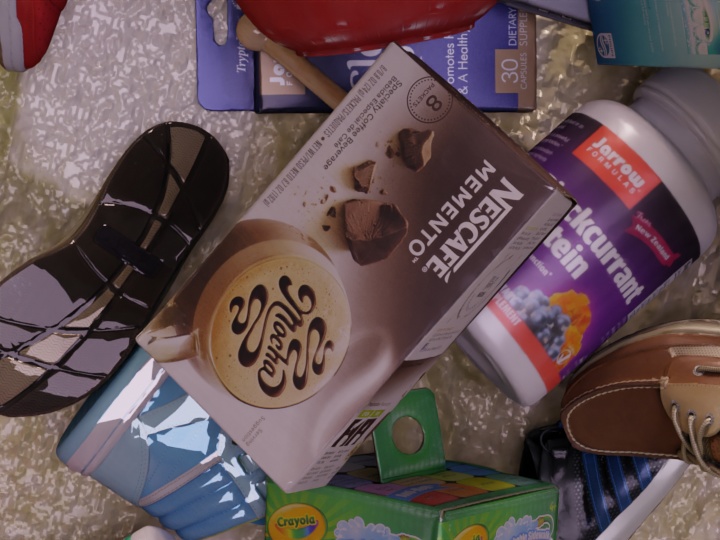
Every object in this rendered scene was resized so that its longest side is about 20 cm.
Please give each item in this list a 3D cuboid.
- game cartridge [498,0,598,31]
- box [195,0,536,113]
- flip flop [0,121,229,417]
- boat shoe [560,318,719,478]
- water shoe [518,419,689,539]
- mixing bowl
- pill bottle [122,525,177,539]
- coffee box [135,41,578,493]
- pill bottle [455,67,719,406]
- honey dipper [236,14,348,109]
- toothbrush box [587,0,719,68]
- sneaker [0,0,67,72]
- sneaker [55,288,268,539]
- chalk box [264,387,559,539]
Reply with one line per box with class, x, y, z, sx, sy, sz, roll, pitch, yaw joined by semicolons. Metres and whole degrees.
game cartridge;0.154;-0.204;0.943;0.199;0.040;0.134;13;95;-24
box;0.004;-0.152;0.942;0.199;0.032;0.122;-2;95;-9
flip flop;-0.148;0.001;0.918;0.081;0.058;0.200;37;72;-6
boat shoe;0.199;0.072;0.868;0.199;0.074;0.076;-13;121;30
water shoe;0.139;0.114;0.965;0.079;0.071;0.200;36;87;-8
mixing bowl;0.006;-0.172;0.834;0.199;0.200;0.109;-12;103;-9
pill bottle;-0.168;0.240;0.894;0.199;0.113;0.113;-33;99;1
coffee box;0.000;0.000;0.818;0.113;0.080;0.200;44;98;13
pill bottle;0.133;-0.027;0.932;0.200;0.111;0.112;-41;100;-5
honey dipper;0.008;-0.078;0.886;0.200;0.038;0.038;41;87;16
toothbrush box;0.230;-0.161;0.853;0.146;0.200;0.086;-16;103;-22
sneaker;-0.138;-0.203;0.892;0.112;0.071;0.201;9;90;-7
sneaker;-0.064;0.066;0.924;0.130;0.080;0.200;41;96;-8
chalk box;0.028;0.169;0.900;0.125;0.123;0.201;-3;98;-52
